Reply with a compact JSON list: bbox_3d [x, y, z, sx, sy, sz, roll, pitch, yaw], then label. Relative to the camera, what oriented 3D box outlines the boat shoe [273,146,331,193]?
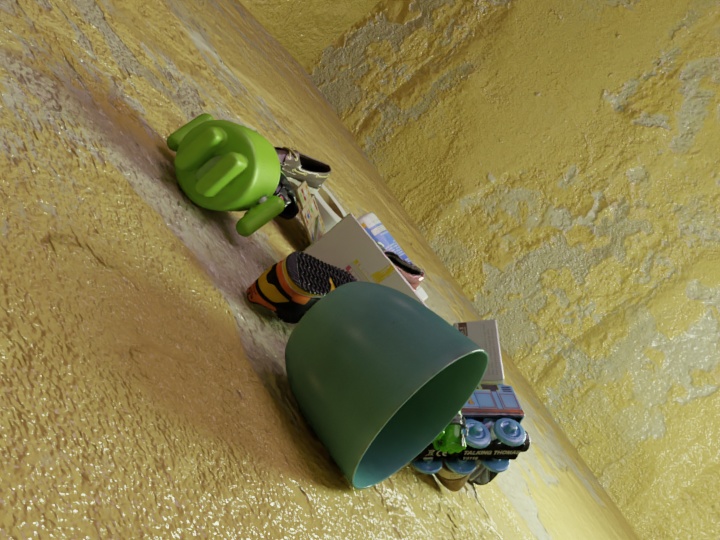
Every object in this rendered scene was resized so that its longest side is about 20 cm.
[{"bbox_3d":[-0.137,-0.208,1.682,0.200,0.060,0.072,21,34,-47],"label":"boat shoe"}]

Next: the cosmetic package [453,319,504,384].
[{"bbox_3d":[0.189,0.161,1.397,0.200,0.074,0.102,75,11,-66],"label":"cosmetic package"}]

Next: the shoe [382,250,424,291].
[{"bbox_3d":[0.000,0.000,1.377,0.199,0.091,0.072,24,23,-16],"label":"shoe"}]

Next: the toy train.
[{"bbox_3d":[0.136,0.214,1.197,0.199,0.087,0.114,4,39,-21],"label":"toy train"}]

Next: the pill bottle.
[{"bbox_3d":[0.039,-0.003,1.694,0.200,0.112,0.112,53,10,6],"label":"pill bottle"}]

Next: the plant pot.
[{"bbox_3d":[0.013,0.109,0.956,0.161,0.201,0.200,43,5,24],"label":"plant pot"}]

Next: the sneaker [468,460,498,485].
[{"bbox_3d":[0.154,0.256,1.419,0.200,0.075,0.115,56,-7,-33],"label":"sneaker"}]

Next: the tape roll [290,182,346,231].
[{"bbox_3d":[-0.081,-0.138,1.848,0.203,0.037,0.203,51,10,-12],"label":"tape roll"}]

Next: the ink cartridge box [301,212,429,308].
[{"bbox_3d":[-0.019,0.015,1.253,0.200,0.125,0.129,50,-4,-3],"label":"ink cartridge box"}]

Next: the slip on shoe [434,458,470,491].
[{"bbox_3d":[0.104,0.235,1.289,0.200,0.076,0.061,54,-22,42],"label":"slip on shoe"}]

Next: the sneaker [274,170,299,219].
[{"bbox_3d":[-0.151,-0.138,1.405,0.084,0.077,0.200,52,10,26],"label":"sneaker"}]

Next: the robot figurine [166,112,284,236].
[{"bbox_3d":[-0.174,-0.138,1.170,0.176,0.116,0.200,48,9,4],"label":"robot figurine"}]

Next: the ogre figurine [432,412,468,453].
[{"bbox_3d":[0.048,0.143,1.105,0.098,0.199,0.120,99,5,-50],"label":"ogre figurine"}]

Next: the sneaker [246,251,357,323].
[{"bbox_3d":[-0.063,0.039,1.120,0.200,0.090,0.070,32,39,-51],"label":"sneaker"}]

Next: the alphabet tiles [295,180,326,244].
[{"bbox_3d":[-0.078,-0.073,1.544,0.200,0.006,0.167,-80,151,-77],"label":"alphabet tiles"}]

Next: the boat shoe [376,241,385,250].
[{"bbox_3d":[-0.004,-0.032,1.541,0.200,0.072,0.068,11,45,-57],"label":"boat shoe"}]
